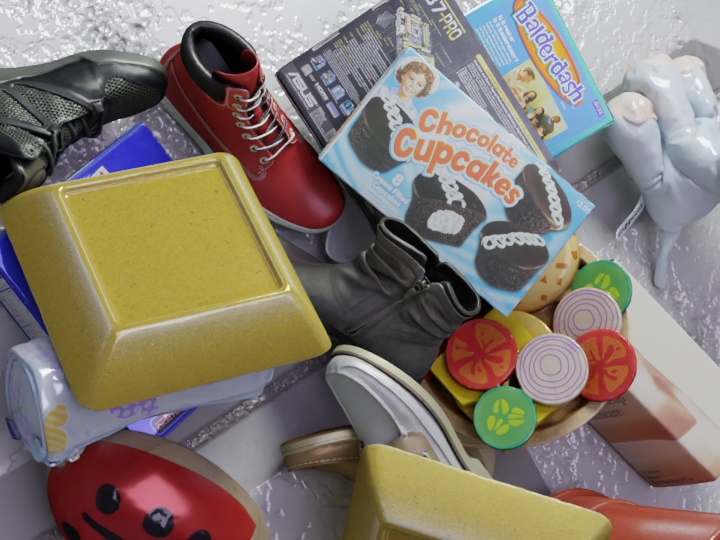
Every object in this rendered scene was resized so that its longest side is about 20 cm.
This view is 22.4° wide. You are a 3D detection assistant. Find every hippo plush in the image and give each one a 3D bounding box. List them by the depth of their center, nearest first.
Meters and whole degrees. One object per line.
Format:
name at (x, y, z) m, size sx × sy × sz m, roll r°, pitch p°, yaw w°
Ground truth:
hippo plush at (0.318, -0.111, 1.637) m, size 0.159 × 0.160 × 0.202 m, roll 38°, pitch 65°, yaw -35°

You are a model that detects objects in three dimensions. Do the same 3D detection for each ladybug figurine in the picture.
ladybug figurine at (-0.157, 0.198, 1.383) m, size 0.199 × 0.136 × 0.072 m, roll 35°, pitch 30°, yaw -20°

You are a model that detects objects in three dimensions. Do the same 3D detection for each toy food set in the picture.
toy food set at (0.133, 0.051, 1.518) m, size 0.200 × 0.049 × 0.198 m, roll -41°, pitch 71°, yaw -7°

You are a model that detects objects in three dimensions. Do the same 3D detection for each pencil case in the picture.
pencil case at (-0.163, 0.075, 1.344) m, size 0.198 × 0.083 × 0.091 m, roll -18°, pitch 62°, yaw -27°

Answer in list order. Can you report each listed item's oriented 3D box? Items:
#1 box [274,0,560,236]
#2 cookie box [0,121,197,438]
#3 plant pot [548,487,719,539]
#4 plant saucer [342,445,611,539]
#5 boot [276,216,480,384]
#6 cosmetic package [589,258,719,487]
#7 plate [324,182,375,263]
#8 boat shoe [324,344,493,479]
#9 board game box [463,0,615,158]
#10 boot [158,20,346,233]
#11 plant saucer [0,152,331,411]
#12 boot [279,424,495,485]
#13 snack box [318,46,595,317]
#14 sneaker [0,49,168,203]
box at (0.046, -0.122, 1.500) m, size 0.160 × 0.049 × 0.201 m, roll -34°, pitch 95°, yaw 2°
cookie box at (-0.180, 0.015, 1.435) m, size 0.171 × 0.075 × 0.201 m, roll -41°, pitch 101°, yaw -25°
plant pot at (0.253, 0.282, 1.517) m, size 0.199 × 0.194 × 0.203 m, roll 6°, pitch 80°, yaw -39°
plant saucer at (0.076, 0.246, 1.417) m, size 0.198 × 0.201 × 0.049 m, roll 16°, pitch 40°, yaw 6°
boot at (0.000, 0.000, 1.471) m, size 0.199 × 0.131 × 0.068 m, roll 38°, pitch 39°, yaw 8°
cosmetic package at (0.244, 0.094, 1.619) m, size 0.200 × 0.103 × 0.087 m, roll 44°, pitch 65°, yaw -12°
plate at (0.070, -0.072, 1.598) m, size 0.198 × 0.032 × 0.202 m, roll 20°, pitch 73°, yaw -23°
boat shoe at (0.036, 0.147, 1.441) m, size 0.200 × 0.075 × 0.069 m, roll 48°, pitch 61°, yaw -16°
board game box at (0.110, -0.149, 1.587) m, size 0.199 × 0.045 × 0.153 m, roll -31°, pitch 96°, yaw -26°
boot at (-0.078, -0.113, 1.459) m, size 0.200 × 0.144 × 0.073 m, roll 44°, pitch 72°, yaw -9°
plant saucer at (-0.141, -0.009, 1.333) m, size 0.198 × 0.049 × 0.201 m, roll -13°, pitch 54°, yaw -25°
boot at (0.028, 0.206, 1.512) m, size 0.198 × 0.073 × 0.157 m, roll 3°, pitch 81°, yaw -30°
snack box at (0.077, -0.071, 1.464) m, size 0.199 × 0.037 × 0.116 m, roll 39°, pitch 93°, yaw -7°
sneaker at (-0.235, -0.107, 1.410) m, size 0.197 × 0.076 × 0.115 m, roll -10°, pitch 60°, yaw -25°
